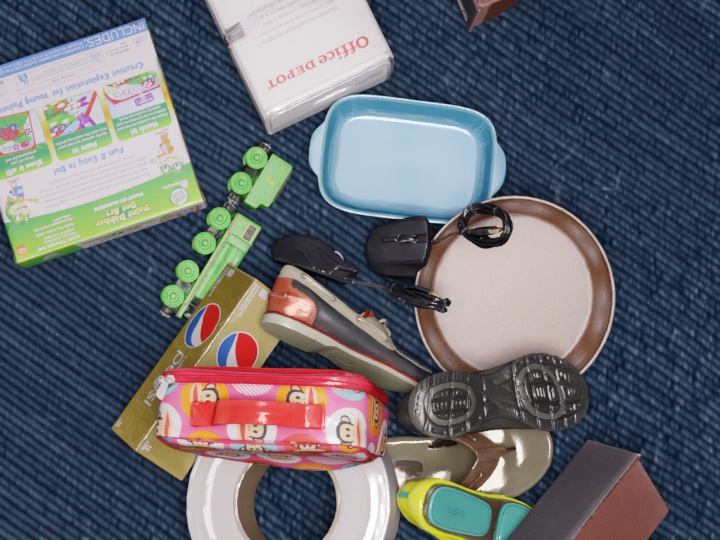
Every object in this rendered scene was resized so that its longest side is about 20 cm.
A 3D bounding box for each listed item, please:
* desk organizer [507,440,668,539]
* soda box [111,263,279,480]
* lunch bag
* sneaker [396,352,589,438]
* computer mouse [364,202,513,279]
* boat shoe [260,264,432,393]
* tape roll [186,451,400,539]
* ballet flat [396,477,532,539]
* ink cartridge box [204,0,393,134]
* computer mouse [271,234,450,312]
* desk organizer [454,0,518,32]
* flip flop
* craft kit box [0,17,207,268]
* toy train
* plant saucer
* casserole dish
[{"bbox_3d":[0.197,0.264,1.353,0.200,0.071,0.077,-46,118,-22],"label":"desk organizer"},{"bbox_3d":[-0.151,0.098,1.398,0.064,0.068,0.201,38,83,-33],"label":"soda box"},{"bbox_3d":[-0.080,0.129,1.268,0.197,0.176,0.083,1,79,11],"label":"lunch bag"},{"bbox_3d":[0.125,0.122,1.385,0.198,0.091,0.077,0,81,-20],"label":"sneaker"},{"bbox_3d":[0.068,-0.032,1.379,0.034,0.199,0.059,19,68,-36],"label":"computer mouse"},{"bbox_3d":[-0.005,0.064,1.394,0.199,0.071,0.063,28,66,-24],"label":"boat shoe"},{"bbox_3d":[-0.063,0.222,1.376,0.200,0.071,0.205,-2,79,11],"label":"tape roll"},{"bbox_3d":[0.114,0.245,1.390,0.199,0.067,0.068,28,71,-33],"label":"ballet flat"},{"bbox_3d":[-0.072,-0.260,1.445,0.144,0.085,0.202,-25,83,-4],"label":"ink cartridge box"},{"bbox_3d":[0.000,0.000,1.396,0.198,0.059,0.034,18,85,23],"label":"computer mouse"},{"bbox_3d":[0.109,-0.358,1.468,0.076,0.072,0.202,-23,84,-6],"label":"desk organizer"},{"bbox_3d":[0.093,0.188,1.409,0.197,0.058,0.082,-3,83,-1],"label":"flip flop"},{"bbox_3d":[-0.277,-0.128,1.445,0.198,0.049,0.200,-18,82,-3],"label":"craft kit box"},{"bbox_3d":[-0.133,-0.034,1.440,0.056,0.042,0.201,31,84,-9],"label":"toy train"},{"bbox_3d":[0.151,0.027,1.426,0.198,0.034,0.203,0,95,0],"label":"plant saucer"},{"bbox_3d":[0.047,-0.109,1.453,0.197,0.039,0.123,7,83,-1],"label":"casserole dish"}]
